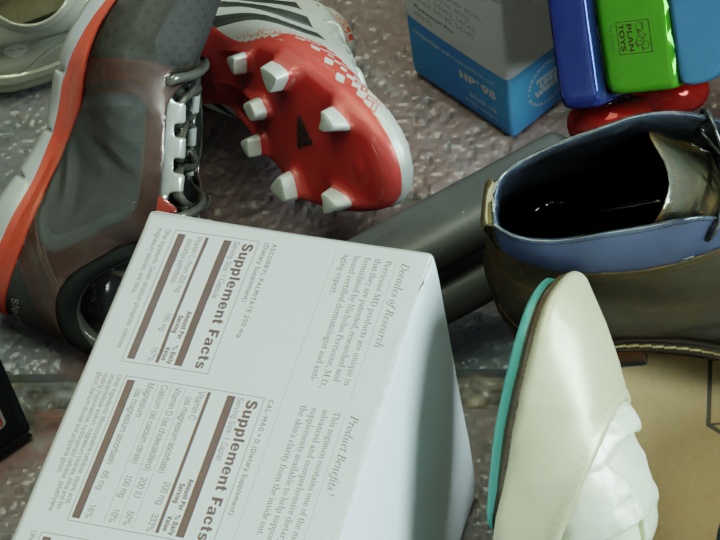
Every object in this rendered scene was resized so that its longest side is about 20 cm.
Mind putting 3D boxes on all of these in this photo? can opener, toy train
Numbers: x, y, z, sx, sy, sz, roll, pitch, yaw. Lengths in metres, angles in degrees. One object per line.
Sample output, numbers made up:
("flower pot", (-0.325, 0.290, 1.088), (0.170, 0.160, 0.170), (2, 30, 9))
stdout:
("can opener", (0.000, 0.000, 0.944), (0.200, 0.053, 0.067), (-29, 41, 3))
("toy train", (0.161, -0.110, 0.952), (0.115, 0.085, 0.200), (-3, 11, 28))

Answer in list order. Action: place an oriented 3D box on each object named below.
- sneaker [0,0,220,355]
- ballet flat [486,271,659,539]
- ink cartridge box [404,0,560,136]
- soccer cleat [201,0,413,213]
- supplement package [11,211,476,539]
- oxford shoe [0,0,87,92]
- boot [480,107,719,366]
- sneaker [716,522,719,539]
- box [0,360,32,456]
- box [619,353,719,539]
("sneaker", (-0.086, -0.052, 0.964), (0.082, 0.200, 0.077), (35, 24, 15))
("ballet flat", (0.070, 0.099, 0.808), (0.069, 0.201, 0.070), (11, 21, -4))
("ink cartridge box", (0.075, -0.167, 0.986), (0.116, 0.200, 0.067), (-39, 58, -20))
("soccer cleat", (-0.026, -0.082, 1.003), (0.085, 0.069, 0.200), (-20, 30, -29))
("supplement package", (-0.041, 0.110, 0.822), (0.110, 0.156, 0.200), (9, 55, 16))
("oxford shoe", (-0.102, -0.146, 1.090), (0.199, 0.058, 0.075), (-24, 51, -12))
("boot", (0.137, -0.011, 0.811), (0.199, 0.097, 0.075), (-9, 67, 14))
("sneaker", (0.149, 0.125, 0.786), (0.078, 0.079, 0.201), (12, 83, 25))
("box", (-0.223, 0.037, 0.879), (0.159, 0.200, 0.046), (-35, 53, -18))
("box", (0.185, 0.049, 0.871), (0.199, 0.021, 0.164), (5, 70, 0))
